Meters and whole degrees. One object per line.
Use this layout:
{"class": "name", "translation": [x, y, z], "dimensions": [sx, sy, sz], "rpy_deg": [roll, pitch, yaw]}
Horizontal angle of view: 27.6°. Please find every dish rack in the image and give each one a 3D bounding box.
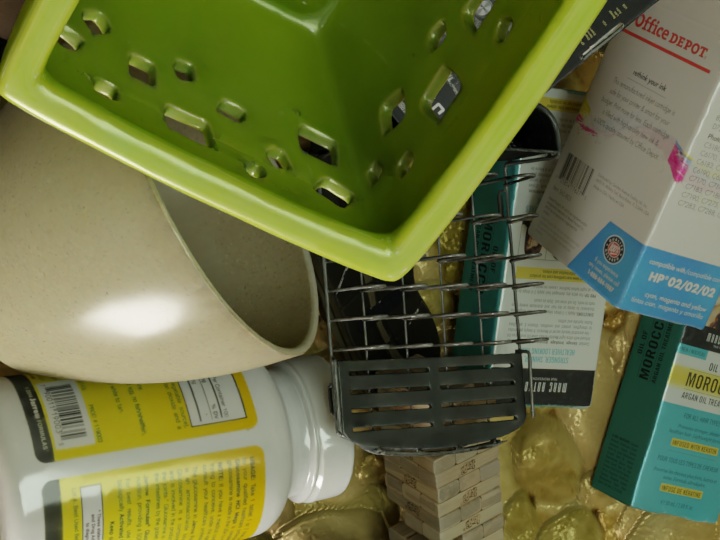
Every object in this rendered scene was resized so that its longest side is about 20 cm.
{"class": "dish rack", "translation": [0.045, 0.004, 0.832], "dimensions": [0.153, 0.055, 0.200], "rpy_deg": [-1, 84, -31]}

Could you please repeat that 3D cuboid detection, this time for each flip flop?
{"class": "flip flop", "translation": [0.000, 0.000, 0.895], "dimensions": [0.081, 0.058, 0.200], "rpy_deg": [-34, 128, -24]}

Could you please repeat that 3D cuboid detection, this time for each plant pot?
{"class": "plant pot", "translation": [-0.027, -0.146, 0.638], "dimensions": [0.199, 0.182, 0.200], "rpy_deg": [26, 111, -24]}

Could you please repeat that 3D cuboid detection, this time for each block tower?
{"class": "block tower", "translation": [0.053, 0.153, 0.923], "dimensions": [0.054, 0.058, 0.200], "rpy_deg": [-21, 119, -32]}

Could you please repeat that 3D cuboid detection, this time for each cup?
{"class": "cup", "translation": [-0.132, -0.021, 0.761], "dimensions": [0.143, 0.200, 0.200], "rpy_deg": [-24, 113, 14]}

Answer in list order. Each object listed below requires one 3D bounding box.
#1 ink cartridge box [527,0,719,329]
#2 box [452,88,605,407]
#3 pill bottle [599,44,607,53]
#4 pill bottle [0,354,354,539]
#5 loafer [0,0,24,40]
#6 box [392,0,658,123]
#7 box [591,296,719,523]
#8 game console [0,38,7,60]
{"class": "ink cartridge box", "translation": [0.183, -0.083, 0.834], "dimensions": [0.068, 0.115, 0.200], "rpy_deg": [14, 108, -27]}
{"class": "box", "translation": [0.115, -0.015, 0.938], "dimensions": [0.082, 0.049, 0.200], "rpy_deg": [4, 98, -27]}
{"class": "pill bottle", "translation": [0.201, -0.232, 0.914], "dimensions": [0.111, 0.111, 0.200], "rpy_deg": [29, 86, -28]}
{"class": "pill bottle", "translation": [-0.110, 0.103, 0.823], "dimensions": [0.200, 0.112, 0.113], "rpy_deg": [-7, 103, -25]}
{"class": "loafer", "translation": [-0.167, -0.146, 0.735], "dimensions": [0.200, 0.073, 0.071], "rpy_deg": [-16, 97, -43]}
{"class": "box", "translation": [0.042, -0.175, 0.751], "dimensions": [0.160, 0.044, 0.200], "rpy_deg": [-40, 91, 20]}
{"class": "box", "translation": [0.233, 0.069, 1.021], "dimensions": [0.082, 0.049, 0.200], "rpy_deg": [14, 93, -28]}
{"class": "game console", "translation": [-0.260, -0.133, 0.703], "dimensions": [0.176, 0.116, 0.200], "rpy_deg": [-48, 116, -11]}
